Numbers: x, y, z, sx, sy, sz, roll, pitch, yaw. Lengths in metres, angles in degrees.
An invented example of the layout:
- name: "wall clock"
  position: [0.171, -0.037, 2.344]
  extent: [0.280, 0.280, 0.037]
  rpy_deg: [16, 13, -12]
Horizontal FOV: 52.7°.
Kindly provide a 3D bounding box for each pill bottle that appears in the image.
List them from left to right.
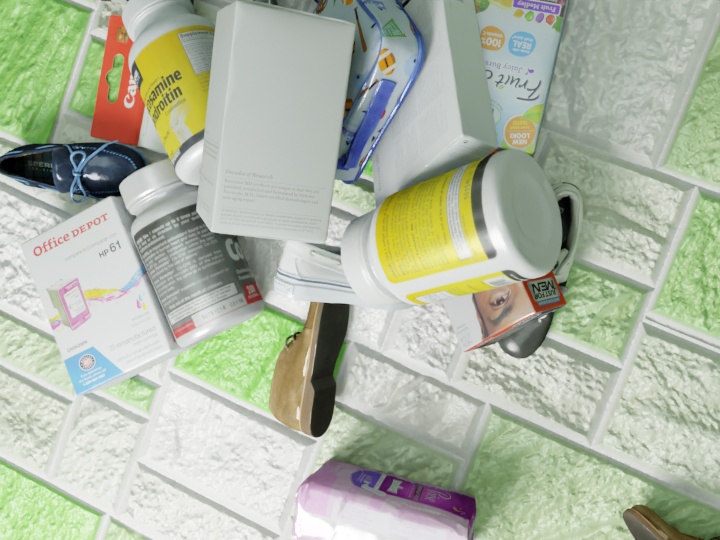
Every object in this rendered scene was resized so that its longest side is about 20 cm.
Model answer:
- name: "pill bottle"
  position: [-0.190, -0.208, 0.811]
  extent: [0.110, 0.112, 0.203]
  rpy_deg: [-28, 81, 10]
- name: "pill bottle"
  position: [-0.200, -0.023, 0.858]
  extent: [0.112, 0.114, 0.204]
  rpy_deg: [-24, 89, 11]
- name: "pill bottle"
  position: [0.080, -0.031, 0.695]
  extent: [0.198, 0.113, 0.117]
  rpy_deg: [-16, 87, 42]

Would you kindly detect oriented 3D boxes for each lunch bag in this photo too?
- name: "lunch bag"
  position: [-0.016, -0.197, 0.781]
  extent: [0.202, 0.074, 0.162]
  rpy_deg: [-58, 45, 36]

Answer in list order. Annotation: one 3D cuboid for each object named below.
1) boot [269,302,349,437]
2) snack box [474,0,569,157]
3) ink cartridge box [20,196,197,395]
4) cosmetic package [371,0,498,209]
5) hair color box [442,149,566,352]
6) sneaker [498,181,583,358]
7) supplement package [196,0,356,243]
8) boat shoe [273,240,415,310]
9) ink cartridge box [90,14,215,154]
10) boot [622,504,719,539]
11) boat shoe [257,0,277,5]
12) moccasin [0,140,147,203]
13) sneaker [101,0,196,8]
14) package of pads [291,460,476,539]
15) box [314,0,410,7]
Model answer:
- name: "boot"
  position: [-0.063, 0.085, 0.854]
  extent: [0.074, 0.073, 0.205]
  rpy_deg: [11, 89, 30]
- name: "snack box"
  position: [0.149, -0.241, 0.817]
  extent: [0.139, 0.053, 0.205]
  rpy_deg: [14, 94, 13]
- name: "ink cartridge box"
  position: [-0.310, 0.029, 0.901]
  extent: [0.142, 0.085, 0.204]
  rpy_deg: [-24, 84, 11]
- name: "cosmetic package"
  position: [0.065, -0.182, 0.761]
  extent: [0.150, 0.051, 0.205]
  rpy_deg: [-33, 54, 49]
- name: "hair color box"
  position: [0.124, -0.030, 0.778]
  extent: [0.110, 0.063, 0.204]
  rpy_deg: [-37, 69, 44]
- name: "sneaker"
  position: [0.193, 0.000, 0.795]
  extent: [0.072, 0.088, 0.205]
  rpy_deg: [16, 95, 10]
- name: "supplement package"
  position: [-0.086, -0.141, 0.701]
  extent: [0.115, 0.117, 0.205]
  rpy_deg: [4, 102, -20]
- name: "boat shoe"
  position: [0.000, 0.000, 0.787]
  extent: [0.073, 0.197, 0.068]
  rpy_deg: [25, 106, 45]
- name: "ink cartridge box"
  position: [-0.247, -0.230, 0.904]
  extent: [0.195, 0.057, 0.167]
  rpy_deg: [12, 93, 7]
- name: "boot"
  position: [0.371, 0.308, 0.778]
  extent: [0.199, 0.074, 0.076]
  rpy_deg: [40, 79, 5]
- name: "boat shoe"
  position: [-0.107, -0.270, 0.869]
  extent: [0.060, 0.073, 0.205]
  rpy_deg: [5, 95, -2]
- name: "moccasin"
  position: [-0.365, -0.120, 0.914]
  extent: [0.195, 0.068, 0.083]
  rpy_deg: [0, 103, 15]
- name: "sneaker"
  position: [-0.282, -0.364, 0.907]
  extent: [0.199, 0.079, 0.075]
  rpy_deg: [37, 128, 23]
- name: "package of pads"
  position: [0.029, 0.276, 0.813]
  extent: [0.195, 0.120, 0.078]
  rpy_deg: [12, 93, 12]
- name: "box"
  position: [-0.006, -0.382, 0.850]
  extent: [0.158, 0.050, 0.200]
  rpy_deg: [-45, 83, 9]
